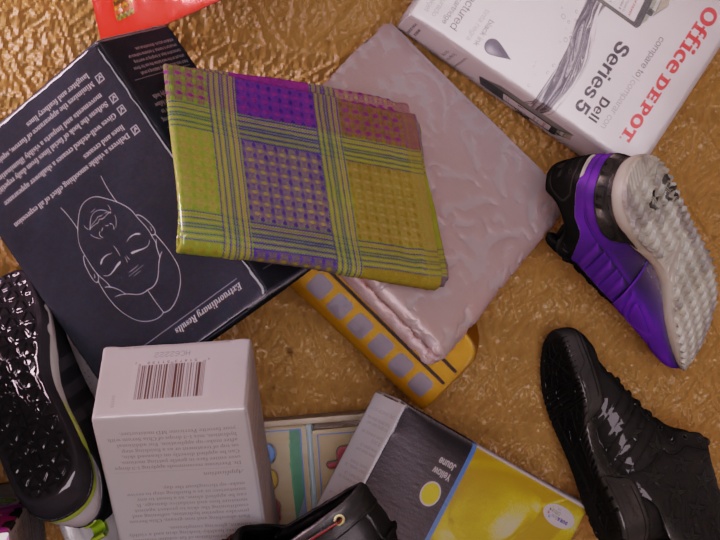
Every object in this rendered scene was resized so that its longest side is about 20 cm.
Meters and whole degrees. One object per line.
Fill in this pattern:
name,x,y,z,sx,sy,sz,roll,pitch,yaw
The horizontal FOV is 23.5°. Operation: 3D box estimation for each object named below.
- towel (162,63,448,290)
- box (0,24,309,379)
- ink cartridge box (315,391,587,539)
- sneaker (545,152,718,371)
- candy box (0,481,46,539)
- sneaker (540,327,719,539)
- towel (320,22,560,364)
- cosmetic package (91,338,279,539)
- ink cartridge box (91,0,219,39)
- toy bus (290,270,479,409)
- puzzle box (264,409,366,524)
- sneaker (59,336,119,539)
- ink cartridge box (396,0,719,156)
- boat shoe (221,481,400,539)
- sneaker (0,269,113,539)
towel,-0.034,-0.059,1.129,0.199,0.023,0.144,7,59,-29
box,-0.149,-0.040,1.178,0.148,0.107,0.200,-34,90,25
ink cartridge box,0.043,0.213,1.214,0.197,0.047,0.201,31,83,-36
sneaker,0.188,-0.012,1.244,0.070,0.099,0.200,-55,135,-30
candy box,-0.287,0.189,1.156,0.136,0.200,0.061,-5,92,-6
sneaker,0.206,0.131,1.265,0.104,0.060,0.201,-10,75,-25
towel,0.033,-0.057,1.207,0.191,0.032,0.200,44,48,-2
cosmetic package,-0.111,0.144,1.160,0.101,0.071,0.201,-3,128,2
ink cartridge box,-0.147,-0.257,1.169,0.043,0.200,0.174,-8,85,-47
toy bus,0.000,0.000,1.239,0.200,0.065,0.078,43,103,-4
puzzle box,-0.033,0.204,1.264,0.132,0.025,0.201,-5,92,-4
sneaker,-0.181,0.134,1.230,0.088,0.075,0.201,-16,90,-9
ink cartridge box,0.149,-0.181,1.242,0.200,0.084,0.146,34,88,-5
boat shoe,-0.065,0.191,1.115,0.201,0.074,0.063,-25,98,26
sneaker,-0.214,0.095,1.173,0.072,0.083,0.200,-27,58,11
